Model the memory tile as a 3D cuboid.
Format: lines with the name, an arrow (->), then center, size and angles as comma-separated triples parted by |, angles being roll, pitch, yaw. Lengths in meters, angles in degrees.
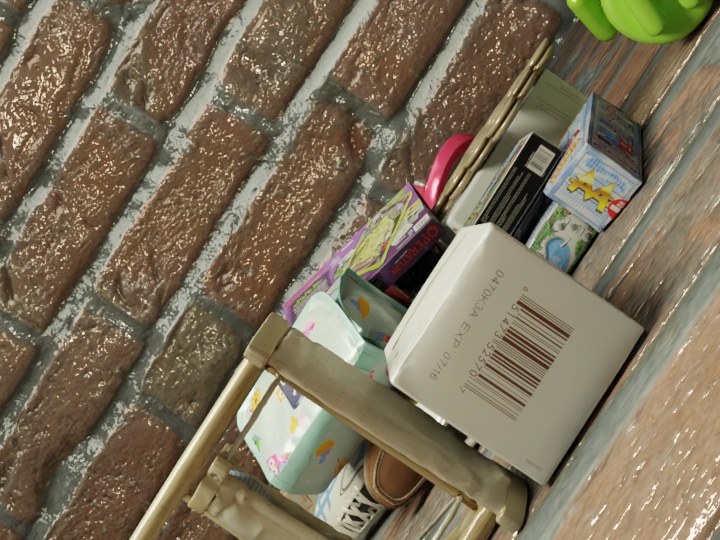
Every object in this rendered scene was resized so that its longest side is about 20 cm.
memory tile -> 0.137, -0.144, 1.287 | 0.154, 0.017, 0.200 | -58, 2, -39

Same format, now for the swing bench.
swing bench -> -0.022, 0.154, 0.808 | 0.201, 0.198, 0.130 | -56, 1, 17

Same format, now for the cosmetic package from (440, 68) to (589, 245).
cosmetic package -> 0.179, -0.094, 1.276 | 0.201, 0.112, 0.081 | -55, 0, -12

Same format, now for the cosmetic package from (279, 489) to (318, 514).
cosmetic package -> -0.046, 0.275, 1.513 | 0.104, 0.087, 0.200 | -56, 0, -37

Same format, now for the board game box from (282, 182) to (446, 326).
board game box -> 0.000, 0.000, 1.295 | 0.200, 0.032, 0.120 | -44, 27, 9

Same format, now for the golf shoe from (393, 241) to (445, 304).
golf shoe -> 0.074, 0.010, 1.324 | 0.077, 0.088, 0.201 | -39, 41, 6

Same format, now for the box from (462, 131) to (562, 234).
box -> 0.114, -0.031, 1.135 | 0.201, 0.034, 0.110 | -58, 1, 0

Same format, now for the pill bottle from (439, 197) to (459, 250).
pill bottle -> 0.158, -0.066, 1.401 | 0.201, 0.110, 0.111 | -57, 1, 6

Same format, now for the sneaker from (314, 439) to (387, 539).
sneaker -> 0.006, 0.221, 1.225 | 0.201, 0.071, 0.073 | -60, 7, 24

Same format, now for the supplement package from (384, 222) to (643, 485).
supplement package -> 0.093, 0.048, 0.818 | 0.118, 0.116, 0.200 | -57, 1, 1

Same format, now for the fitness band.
fitness band -> 0.112, -0.069, 1.503 | 0.143, 0.037, 0.203 | -24, -55, -51

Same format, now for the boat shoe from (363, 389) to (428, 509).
boat shoe -> 0.068, 0.123, 1.103 | 0.201, 0.075, 0.072 | -59, 4, -20

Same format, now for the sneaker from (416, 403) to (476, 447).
sneaker -> 0.104, 0.078, 1.017 | 0.203, 0.074, 0.088 | -69, 14, -6

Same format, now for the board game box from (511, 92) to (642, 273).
board game box -> 0.190, -0.062, 1.105 | 0.201, 0.061, 0.200 | -57, 0, 9

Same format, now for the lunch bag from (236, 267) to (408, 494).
lunch bag -> -0.028, 0.106, 1.150 | 0.171, 0.121, 0.200 | -55, 2, 13

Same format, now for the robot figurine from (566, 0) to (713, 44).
robot figurine -> 0.305, -0.299, 1.244 | 0.175, 0.116, 0.200 | -39, 7, 24

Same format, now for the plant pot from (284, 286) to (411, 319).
plant pot -> 0.014, 0.107, 1.359 | 0.202, 0.199, 0.177 | -57, 12, -7
